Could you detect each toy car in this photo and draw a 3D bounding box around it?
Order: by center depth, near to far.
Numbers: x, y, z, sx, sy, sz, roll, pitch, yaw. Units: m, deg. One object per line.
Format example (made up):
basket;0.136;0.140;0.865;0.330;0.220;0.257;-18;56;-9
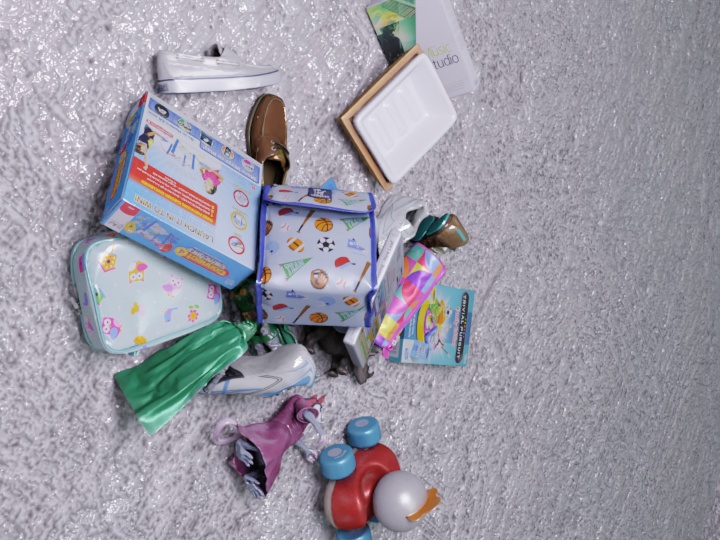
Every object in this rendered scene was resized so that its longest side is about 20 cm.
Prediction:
toy car;0.055;0.372;1.211;0.176;0.196;0.189;-34;118;-52

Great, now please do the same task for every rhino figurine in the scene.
rhino figurine;-0.030;0.136;1.228;0.199;0.059;0.089;40;57;-41

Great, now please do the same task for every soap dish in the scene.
soap dish;0.063;-0.266;1.254;0.200;0.081;0.158;-46;122;-15

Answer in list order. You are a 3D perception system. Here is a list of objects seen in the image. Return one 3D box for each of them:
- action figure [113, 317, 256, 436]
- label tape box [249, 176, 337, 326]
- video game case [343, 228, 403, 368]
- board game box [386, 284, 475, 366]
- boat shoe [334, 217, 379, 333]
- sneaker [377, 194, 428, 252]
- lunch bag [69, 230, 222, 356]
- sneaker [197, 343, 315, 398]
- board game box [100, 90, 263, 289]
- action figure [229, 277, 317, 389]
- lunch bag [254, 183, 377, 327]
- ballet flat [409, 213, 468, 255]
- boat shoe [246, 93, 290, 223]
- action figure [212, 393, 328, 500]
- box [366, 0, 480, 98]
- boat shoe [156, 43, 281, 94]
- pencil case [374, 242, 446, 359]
action figure;-0.224;0.128;0.981;0.198;0.118;0.055;-35;148;-16
label tape box;-0.094;-0.033;1.153;0.200;0.062;0.146;-47;123;-32
video game case;0.025;0.050;1.132;0.200;0.022;0.185;77;36;-73
board game box;0.139;0.103;1.395;0.197;0.046;0.155;9;86;-43
boat shoe;0.002;0.001;1.157;0.068;0.072;0.204;-16;116;-55
sneaker;0.048;-0.064;1.277;0.201;0.079;0.071;-52;126;-26
lunch bag;-0.286;0.023;0.966;0.198;0.076;0.164;-17;106;-42
sneaker;-0.157;0.156;1.030;0.072;0.195;0.074;-78;154;-56
board game box;-0.226;-0.105;0.954;0.198;0.055;0.199;31;42;-34
action figure;-0.152;0.084;1.081;0.055;0.116;0.203;-38;108;-50
lunch bag;-0.061;-0.036;1.002;0.166;0.125;0.204;5;54;-6
ballet flat;0.142;-0.061;1.285;0.072;0.200;0.068;40;79;-11
boat shoe;-0.135;-0.172;1.103;0.071;0.067;0.205;9;87;-42
action figure;-0.128;0.256;1.142;0.148;0.135;0.200;36;45;7
box;0.111;-0.397;1.270;0.036;0.142;0.203;-53;125;-44
boat shoe;-0.201;-0.292;1.036;0.197;0.071;0.067;-14;107;-34
pencil case;0.073;0.052;1.273;0.088;0.088;0.202;37;85;-38
